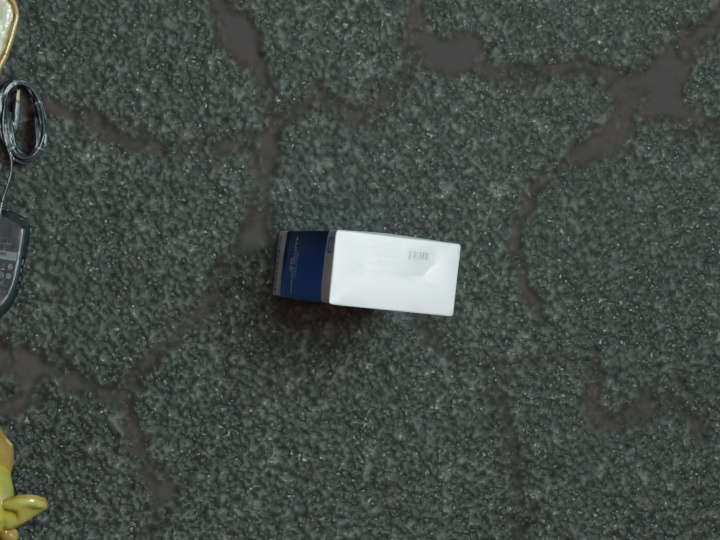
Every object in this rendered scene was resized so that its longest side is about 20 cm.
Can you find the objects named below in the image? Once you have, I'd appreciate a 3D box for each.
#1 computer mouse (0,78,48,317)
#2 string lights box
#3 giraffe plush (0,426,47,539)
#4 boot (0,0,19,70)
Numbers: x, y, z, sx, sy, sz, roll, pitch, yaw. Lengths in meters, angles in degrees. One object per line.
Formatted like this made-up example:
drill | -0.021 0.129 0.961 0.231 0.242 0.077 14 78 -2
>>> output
computer mouse | -0.293 -0.058 1.303 0.058 0.034 0.202 11 83 0
string lights box | 0.000 0.000 1.298 0.102 0.200 0.060 6 89 -15
giraffe plush | -0.333 0.154 1.242 0.162 0.172 0.201 36 70 -35
boot | -0.317 -0.122 1.202 0.066 0.200 0.176 21 85 -15
